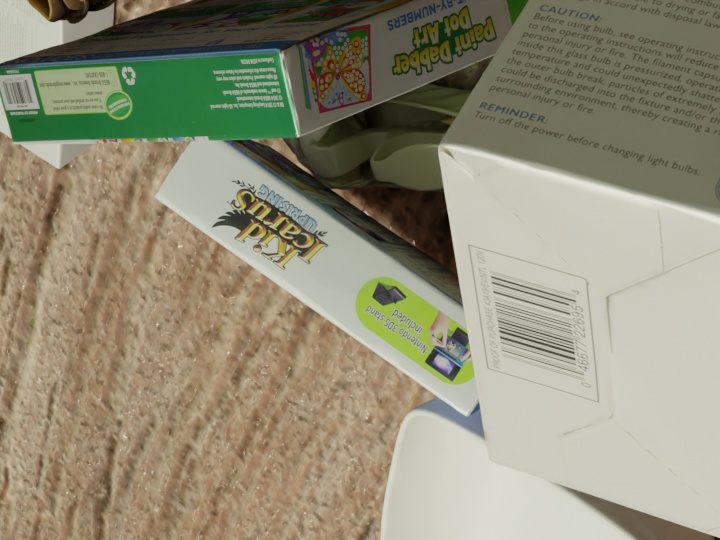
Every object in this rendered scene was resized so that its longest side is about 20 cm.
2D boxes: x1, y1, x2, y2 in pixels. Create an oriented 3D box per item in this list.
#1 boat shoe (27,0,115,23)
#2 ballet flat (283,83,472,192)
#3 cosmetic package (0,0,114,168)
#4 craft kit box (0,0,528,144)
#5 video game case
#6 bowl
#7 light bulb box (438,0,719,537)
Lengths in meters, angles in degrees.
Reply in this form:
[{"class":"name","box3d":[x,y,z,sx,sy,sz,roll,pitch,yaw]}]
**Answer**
[{"class":"boat shoe","box3d":[-0.140,-0.150,1.119,0.072,0.199,0.068,153,121,-65]},{"class":"ballet flat","box3d":[0.013,-0.068,1.206,0.199,0.069,0.070,7,125,41]},{"class":"cosmetic package","box3d":[-0.212,-0.178,1.350,0.150,0.052,0.201,30,137,21]},{"class":"craft kit box","box3d":[-0.037,-0.108,1.117,0.199,0.197,0.049,2,113,44]},{"class":"video game case","box3d":[0.000,0.000,1.169,0.181,0.046,0.200,36,-176,6]},{"class":"bowl","box3d":[0.110,0.165,1.282,0.199,0.075,0.201,33,137,27]},{"class":"light bulb box","box3d":[0.135,-0.039,0.902,0.124,0.200,0.199,17,145,22]}]
